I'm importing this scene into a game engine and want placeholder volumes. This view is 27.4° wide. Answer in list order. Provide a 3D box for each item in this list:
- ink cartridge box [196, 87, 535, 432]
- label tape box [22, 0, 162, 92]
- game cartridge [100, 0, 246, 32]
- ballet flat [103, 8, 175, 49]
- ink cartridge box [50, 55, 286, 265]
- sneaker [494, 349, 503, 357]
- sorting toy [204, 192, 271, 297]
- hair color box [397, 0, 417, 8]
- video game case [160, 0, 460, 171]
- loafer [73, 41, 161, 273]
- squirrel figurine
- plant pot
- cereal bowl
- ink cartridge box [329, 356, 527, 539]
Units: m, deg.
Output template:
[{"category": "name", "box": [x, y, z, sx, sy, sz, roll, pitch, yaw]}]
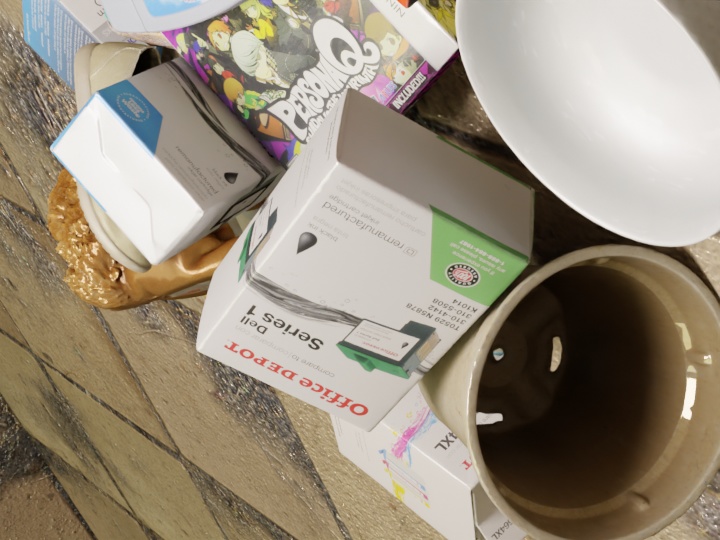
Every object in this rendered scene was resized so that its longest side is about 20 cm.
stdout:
[{"category": "ink cartridge box", "box": [0.000, 0.000, 0.980, 0.146, 0.085, 0.200, 26, 130, -15]}, {"category": "label tape box", "box": [-0.233, -0.204, 1.404, 0.200, 0.066, 0.143, 43, 158, 6]}, {"category": "game cartridge", "box": [-0.125, -0.237, 1.013, 0.199, 0.040, 0.134, -12, 112, 43]}, {"category": "ballet flat", "box": [-0.115, -0.201, 1.184, 0.199, 0.068, 0.067, 16, 172, 34]}, {"category": "ink cartridge box", "box": [-0.121, -0.096, 1.106, 0.116, 0.200, 0.068, 48, 122, 2]}, {"category": "sneaker", "box": [0.060, -0.016, 1.160, 0.081, 0.077, 0.200, -13, 121, 53]}, {"category": "sorting toy", "box": [-0.068, -0.038, 1.353, 0.200, 0.107, 0.181, 33, 134, 34]}, {"category": "hair color box", "box": [0.049, -0.239, 0.770, 0.061, 0.101, 0.200, 43, 158, 16]}, {"category": "video game case", "box": [-0.035, -0.169, 1.034, 0.181, 0.036, 0.200, 48, 136, 2]}, {"category": "loafer", "box": [-0.182, -0.098, 1.175, 0.076, 0.068, 0.201, 21, -127, -62]}, {"category": "squirrel figurine", "box": [-0.180, -0.069, 1.263, 0.142, 0.199, 0.188, 57, -161, -84]}, {"category": "plant pot", "box": [0.129, 0.072, 1.036, 0.201, 0.200, 0.183, 56, 168, -18]}, {"category": "cereal bowl", "box": [0.150, -0.115, 0.805, 0.200, 0.083, 0.200, 41, 157, 21]}, {"category": "ink cartridge box", "box": [0.086, 0.138, 1.272, 0.200, 0.128, 0.126, 34, 153, 31]}]
